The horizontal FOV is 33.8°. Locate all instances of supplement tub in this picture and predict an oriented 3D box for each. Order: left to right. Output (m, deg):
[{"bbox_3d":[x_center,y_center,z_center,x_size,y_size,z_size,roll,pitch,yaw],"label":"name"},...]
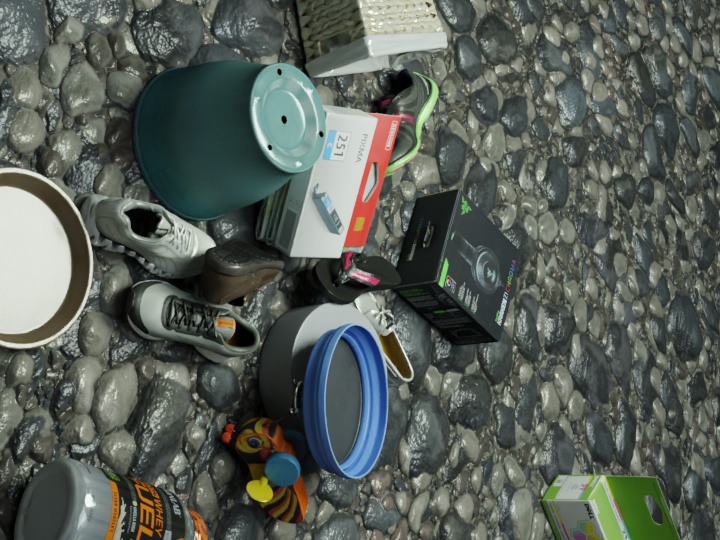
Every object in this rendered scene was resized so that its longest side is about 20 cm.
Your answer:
[{"bbox_3d":[-0.273,0.292,1.324,0.199,0.121,0.125,29,63,-43],"label":"supplement tub"}]

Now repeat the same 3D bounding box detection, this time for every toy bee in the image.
[{"bbox_3d":[-0.123,0.232,1.544,0.131,0.107,0.204,-34,127,-79],"label":"toy bee"}]

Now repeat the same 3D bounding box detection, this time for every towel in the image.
[{"bbox_3d":[-0.049,-0.112,1.659,0.198,0.048,0.174,3,111,-46],"label":"towel"}]

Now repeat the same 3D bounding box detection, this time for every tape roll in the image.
[{"bbox_3d":[-0.050,0.147,1.650,0.199,0.065,0.204,11,76,-49],"label":"tape roll"}]

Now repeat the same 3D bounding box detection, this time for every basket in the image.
[{"bbox_3d":[0.014,-0.367,1.757,0.199,0.134,0.125,-19,96,-49],"label":"basket"}]

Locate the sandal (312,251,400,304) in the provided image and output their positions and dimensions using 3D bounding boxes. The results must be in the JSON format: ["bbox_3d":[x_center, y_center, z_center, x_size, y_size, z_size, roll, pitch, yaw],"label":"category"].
[{"bbox_3d":[0.000,0.000,1.693,0.076,0.045,0.199,54,32,16],"label":"sandal"}]

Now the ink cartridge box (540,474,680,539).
[{"bbox_3d":[0.434,0.435,2.061,0.076,0.198,0.150,-42,114,-43],"label":"ink cartridge box"}]

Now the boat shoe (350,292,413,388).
[{"bbox_3d":[0.022,0.080,1.738,0.071,0.069,0.203,-34,106,-47],"label":"boat shoe"}]

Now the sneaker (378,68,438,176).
[{"bbox_3d":[0.056,-0.228,1.842,0.083,0.076,0.202,33,55,-21],"label":"sneaker"}]

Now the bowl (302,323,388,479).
[{"bbox_3d":[-0.020,0.172,1.565,0.200,0.039,0.204,-2,90,-66],"label":"bowl"}]

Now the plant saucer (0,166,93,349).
[{"bbox_3d":[-0.385,-0.013,1.316,0.199,0.029,0.204,11,76,-49],"label":"plant saucer"}]

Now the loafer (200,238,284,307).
[{"bbox_3d":[-0.160,0.006,1.521,0.072,0.072,0.200,-66,165,9],"label":"loafer"}]

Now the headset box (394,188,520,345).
[{"bbox_3d":[0.152,-0.007,1.888,0.200,0.092,0.176,42,54,-36],"label":"headset box"}]

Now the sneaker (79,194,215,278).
[{"bbox_3d":[-0.244,-0.041,1.446,0.199,0.080,0.076,21,67,-47],"label":"sneaker"}]

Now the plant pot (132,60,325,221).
[{"bbox_3d":[-0.152,-0.176,1.492,0.198,0.186,0.204,11,76,-47],"label":"plant pot"}]

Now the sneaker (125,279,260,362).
[{"bbox_3d":[-0.206,0.060,1.474,0.199,0.079,0.075,25,68,-43],"label":"sneaker"}]

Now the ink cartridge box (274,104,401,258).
[{"bbox_3d":[-0.018,-0.118,1.618,0.174,0.045,0.203,-1,113,-44],"label":"ink cartridge box"}]
